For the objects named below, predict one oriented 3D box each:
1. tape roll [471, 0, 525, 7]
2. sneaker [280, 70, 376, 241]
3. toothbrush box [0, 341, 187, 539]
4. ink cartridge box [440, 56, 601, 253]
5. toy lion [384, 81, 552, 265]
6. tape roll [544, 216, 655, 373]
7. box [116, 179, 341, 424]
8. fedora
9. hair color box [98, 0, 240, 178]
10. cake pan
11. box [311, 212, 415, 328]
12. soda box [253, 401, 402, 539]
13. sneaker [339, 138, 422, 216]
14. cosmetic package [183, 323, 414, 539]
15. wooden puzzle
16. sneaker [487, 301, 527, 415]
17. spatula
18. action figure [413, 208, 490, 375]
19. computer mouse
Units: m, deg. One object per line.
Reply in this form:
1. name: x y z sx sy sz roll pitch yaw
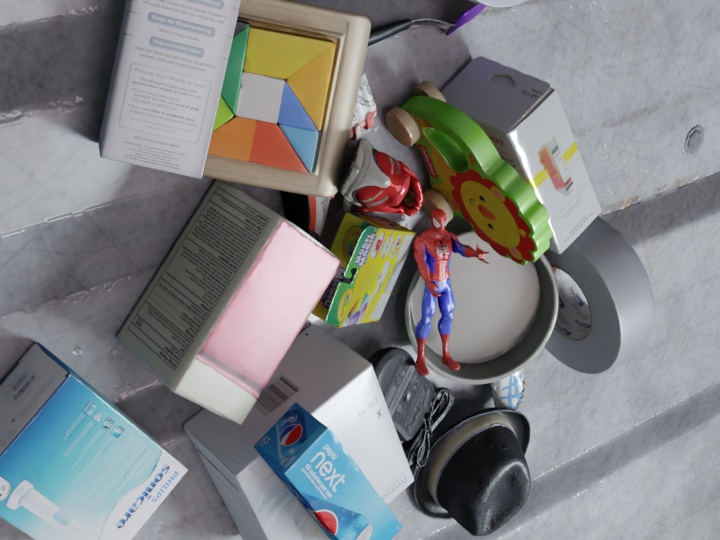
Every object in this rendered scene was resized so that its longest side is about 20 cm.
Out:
1. tape roll: 0.143 -0.387 1.228 0.198 0.066 0.204 -18 120 -34
2. sneaker: -0.031 -0.127 1.245 0.107 0.067 0.205 -19 119 -28
3. toothbrush box: -0.293 0.194 1.163 0.147 0.085 0.200 -51 133 -10
4. ink cartridge box: 0.185 -0.136 1.372 0.083 0.145 0.201 -42 131 -13
5. toy lion: 0.132 -0.099 1.311 0.068 0.191 0.201 -41 130 -17
6. tape roll: 0.280 0.027 1.480 0.066 0.199 0.203 -27 126 -26
7. box: -0.134 0.031 1.190 0.109 0.127 0.202 34 88 -45
8. fedora: 0.167 0.285 1.561 0.197 0.092 0.203 -16 130 -19
9. hair color box: -0.175 -0.198 1.072 0.097 0.061 0.203 10 105 -18
10. cake pan: 0.148 0.042 1.445 0.196 0.037 0.204 -3 108 -9
11. box: 0.000 0.000 1.281 0.119 0.048 0.200 -67 168 6
12. soda box: -0.032 0.235 1.251 0.068 0.064 0.201 -44 131 -14
13. sneaker: 0.027 -0.085 1.250 0.078 0.084 0.200 -64 175 3
14. cosmetic package: -0.065 0.214 1.341 0.198 0.122 0.202 -37 131 -21
15. wooden puzzle: -0.097 -0.174 1.142 0.196 0.037 0.188 7 107 -15
16. sneaker: 0.185 0.112 1.551 0.071 0.072 0.203 -7 125 -3
17. spatula: 0.068 -0.271 1.285 0.197 0.056 0.021 -18 80 -26
18. action figure: 0.102 0.031 1.361 0.064 0.099 0.204 -9 109 -20
19. computer mouse: 0.042 0.165 1.456 0.140 0.052 0.201 -58 142 -21
